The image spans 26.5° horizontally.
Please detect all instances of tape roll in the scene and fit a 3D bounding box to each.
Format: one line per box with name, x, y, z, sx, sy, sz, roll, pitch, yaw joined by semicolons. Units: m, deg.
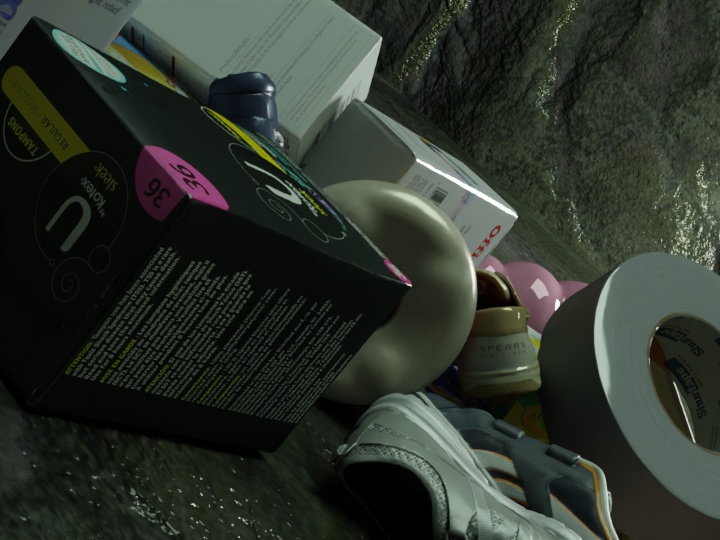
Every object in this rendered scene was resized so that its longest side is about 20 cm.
tape roll;0.220;0.091;1.074;0.199;0.066;0.201;19;54;-28

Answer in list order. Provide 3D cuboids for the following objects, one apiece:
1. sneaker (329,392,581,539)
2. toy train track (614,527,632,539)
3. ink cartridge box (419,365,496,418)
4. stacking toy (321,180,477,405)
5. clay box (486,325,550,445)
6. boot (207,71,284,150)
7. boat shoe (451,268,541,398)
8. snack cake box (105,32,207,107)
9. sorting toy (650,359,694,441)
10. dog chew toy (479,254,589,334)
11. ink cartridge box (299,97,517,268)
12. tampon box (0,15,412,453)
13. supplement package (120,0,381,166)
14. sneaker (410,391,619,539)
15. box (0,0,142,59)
sneaker;0.058;0.160;0.852;0.200;0.075;0.082;40;31;15
toy train track;0.198;0.182;1.194;0.115;0.032;0.200;59;-2;-24
ink cartridge box;0.074;0.104;1.143;0.198;0.043;0.200;35;13;-31
stacking toy;0.000;0.000;1.060;0.146;0.146;0.200;38;7;-8
clay box;0.145;0.100;1.162;0.115;0.048;0.200;33;13;-16
boot;-0.085;-0.091;1.121;0.072;0.091;0.200;-1;0;-12
boat shoe;0.087;0.033;1.081;0.073;0.070;0.200;-6;11;-8
snack cake box;-0.177;-0.113;1.099;0.115;0.067;0.200;37;11;-12
sorting toy;0.220;0.129;1.229;0.200;0.036;0.186;97;-22;-75
dog chew toy;0.159;0.049;1.479;0.199;0.125;0.125;28;14;-16
ink cartridge box;0.022;-0.037;1.263;0.084;0.145;0.200;46;12;30
tampon box;-0.101;-0.010;0.780;0.150;0.126;0.200;46;12;31
supplement package;-0.100;-0.179;1.229;0.200;0.117;0.117;37;-18;6
sneaker;0.104;0.142;0.949;0.200;0.079;0.079;50;-17;30
box;-0.226;-0.200;0.920;0.184;0.200;0.105;47;14;33
